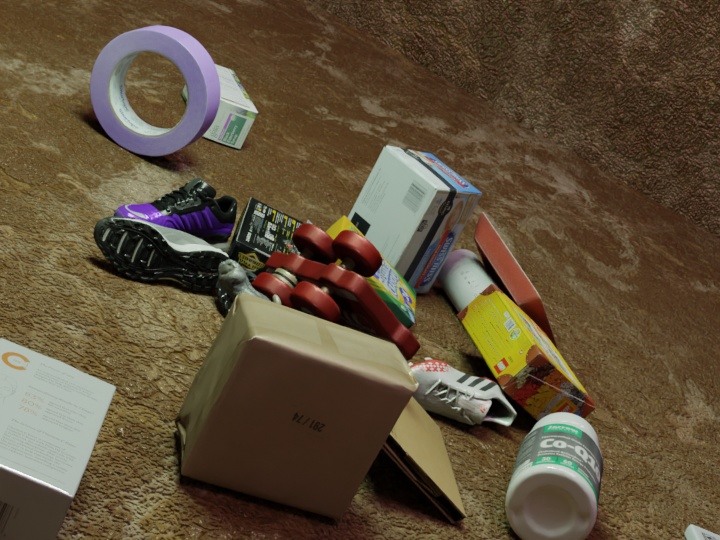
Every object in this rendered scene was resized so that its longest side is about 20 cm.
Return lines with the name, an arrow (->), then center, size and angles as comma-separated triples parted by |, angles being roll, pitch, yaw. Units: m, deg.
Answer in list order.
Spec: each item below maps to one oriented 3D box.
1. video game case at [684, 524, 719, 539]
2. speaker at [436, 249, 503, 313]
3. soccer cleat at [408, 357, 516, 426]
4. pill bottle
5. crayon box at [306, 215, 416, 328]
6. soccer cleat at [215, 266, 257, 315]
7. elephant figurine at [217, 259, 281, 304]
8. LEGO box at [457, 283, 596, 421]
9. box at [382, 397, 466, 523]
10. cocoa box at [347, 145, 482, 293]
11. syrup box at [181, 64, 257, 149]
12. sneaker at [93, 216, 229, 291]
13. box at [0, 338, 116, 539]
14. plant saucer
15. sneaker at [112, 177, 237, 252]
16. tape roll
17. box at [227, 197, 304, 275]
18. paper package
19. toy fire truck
video game case -> 0.538, 0.434, 1.754 | 0.181, 0.023, 0.200 | 23, 20, -13
speaker -> 0.192, 0.046, 2.143 | 0.081, 0.081, 0.200 | 16, 23, -28
soccer cleat -> 0.131, 0.172, 1.791 | 0.199, 0.069, 0.085 | 17, 19, -40
pill bottle -> 0.249, 0.261, 1.664 | 0.113, 0.113, 0.200 | 29, 20, 3
crayon box -> 0.000, 0.000, 1.952 | 0.200, 0.052, 0.126 | 46, 17, -13
soccer cleat -> -0.114, 0.068, 1.744 | 0.200, 0.068, 0.073 | 39, 7, 27
elephant figurine -> -0.088, 0.097, 1.566 | 0.200, 0.156, 0.141 | 40, 27, 27
LEGO box -> 0.244, 0.132, 1.945 | 0.149, 0.077, 0.200 | 42, 11, -32
box -> 0.060, 0.200, 1.608 | 0.164, 0.021, 0.200 | 49, 11, -23
cocoa box -> 0.074, -0.079, 2.115 | 0.131, 0.201, 0.133 | 3, 32, -50
syrup box -> -0.259, -0.306, 2.401 | 0.081, 0.079, 0.200 | 16, 24, -30
sneaker -> -0.271, -0.026, 1.756 | 0.199, 0.074, 0.079 | 20, 12, -38
box -> -0.313, 0.166, 1.196 | 0.124, 0.098, 0.200 | 24, 21, -9
plant saucer -> 0.250, 0.031, 2.156 | 0.200, 0.037, 0.200 | 59, -1, 36
sneaker -> -0.256, -0.089, 1.860 | 0.199, 0.100, 0.070 | 6, 27, -46
tape roll -> -0.327, -0.286, 2.095 | 0.199, 0.201, 0.066 | 30, 21, 4
box -> -0.115, -0.028, 1.974 | 0.159, 0.049, 0.200 | 27, 20, -9
paper package -> -0.073, 0.148, 1.408 | 0.199, 0.191, 0.104 | 20, 20, -22
toy fire truck -> -0.031, 0.039, 1.651 | 0.200, 0.112, 0.168 | 13, -33, 50
